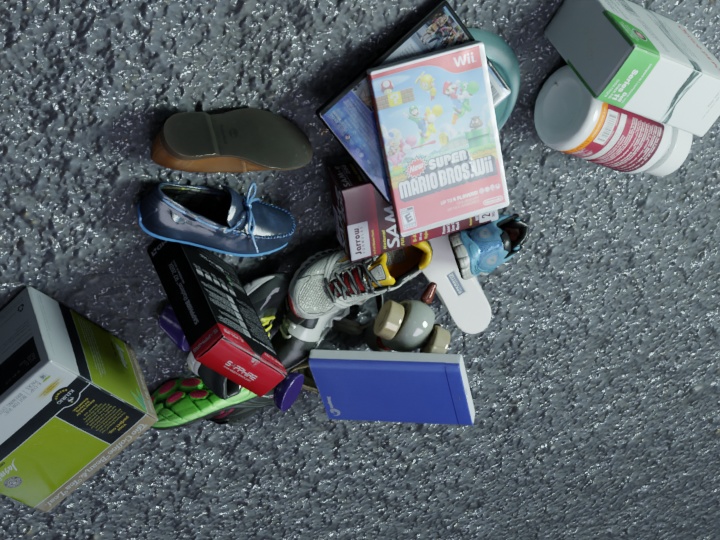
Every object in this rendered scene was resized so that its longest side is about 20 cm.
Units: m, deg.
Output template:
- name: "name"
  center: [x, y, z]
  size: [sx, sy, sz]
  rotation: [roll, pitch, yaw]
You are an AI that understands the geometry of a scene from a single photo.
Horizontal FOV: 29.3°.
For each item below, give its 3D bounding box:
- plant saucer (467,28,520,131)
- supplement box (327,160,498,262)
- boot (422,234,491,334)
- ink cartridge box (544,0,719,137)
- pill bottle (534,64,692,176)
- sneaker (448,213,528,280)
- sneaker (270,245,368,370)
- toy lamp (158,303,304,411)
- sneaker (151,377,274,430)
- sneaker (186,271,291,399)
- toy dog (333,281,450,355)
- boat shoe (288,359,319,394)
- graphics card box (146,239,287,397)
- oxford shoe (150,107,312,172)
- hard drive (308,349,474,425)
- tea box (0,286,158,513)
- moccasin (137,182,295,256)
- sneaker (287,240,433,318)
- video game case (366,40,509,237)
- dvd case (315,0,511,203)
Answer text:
- name: "plant saucer"
  center: [0.110, -0.203, 1.678]
  size: [0.198, 0.028, 0.201]
  rotation: [-16, 136, -16]
- name: "supplement box"
  center: [0.066, -0.094, 1.685]
  size: [0.198, 0.061, 0.110]
  rotation: [-17, 127, -11]
- name: "boot"
  center: [0.110, -0.013, 1.836]
  size: [0.072, 0.090, 0.201]
  rotation: [-24, 110, 1]
- name: "ink cartridge box"
  center: [0.342, -0.255, 1.666]
  size: [0.199, 0.147, 0.083]
  rotation: [13, 125, -36]
- name: "pill bottle"
  center: [0.325, -0.186, 1.751]
  size: [0.199, 0.110, 0.110]
  rotation: [13, 124, -37]
- name: "sneaker"
  center: [0.180, -0.035, 1.772]
  size: [0.089, 0.200, 0.079]
  rotation: [-17, 97, 18]
- name: "sneaker"
  center: [-0.071, 0.044, 1.789]
  size: [0.200, 0.074, 0.088]
  rotation: [-46, 130, 2]
- name: "toy lamp"
  center: [-0.164, 0.102, 1.709]
  size: [0.058, 0.199, 0.058]
  rotation: [-54, 163, -25]
- name: "sneaker"
  center: [-0.195, 0.183, 1.848]
  size: [0.198, 0.077, 0.084]
  rotation: [-13, 132, -16]
- name: "sneaker"
  center: [-0.139, 0.085, 1.765]
  size: [0.074, 0.085, 0.200]
  rotation: [-9, 145, -55]
- name: "toy dog"
  center: [0.056, 0.061, 1.826]
  size: [0.131, 0.199, 0.097]
  rotation: [34, 78, -32]
- name: "boat shoe"
  center: [0.003, 0.149, 1.862]
  size: [0.198, 0.063, 0.074]
  rotation: [10, 98, 11]
- name: "graphics card box"
  center: [-0.172, 0.048, 1.636]
  size: [0.051, 0.201, 0.125]
  rotation: [-41, 138, 12]
- name: "oxford shoe"
  center: [-0.149, -0.142, 1.579]
  size: [0.198, 0.072, 0.071]
  rotation: [2, 159, -32]
- name: "hard drive"
  center: [0.042, 0.153, 1.792]
  size: [0.198, 0.026, 0.133]
  rotation: [1, 140, 15]
- name: "tea box"
  center: [-0.392, 0.162, 1.674]
  size: [0.199, 0.134, 0.197]
  rotation: [-39, 137, 11]
- name: "moccasin"
  center: [-0.161, -0.062, 1.621]
  size: [0.198, 0.081, 0.068]
  rotation: [2, 142, -32]
- name: "sneaker"
  center: [0.000, 0.000, 1.717]
  size: [0.199, 0.082, 0.078]
  rotation: [-27, 101, -13]
- name: "video game case"
  center: [0.092, -0.152, 1.601]
  size: [0.142, 0.017, 0.202]
  rotation: [-16, 110, -12]
- name: "dvd case"
  center: [0.063, -0.196, 1.598]
  size: [0.200, 0.018, 0.143]
  rotation: [-42, 113, -2]
